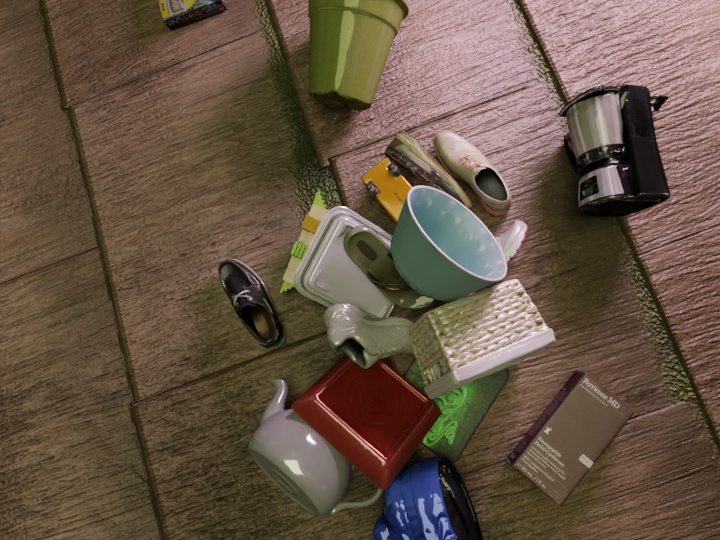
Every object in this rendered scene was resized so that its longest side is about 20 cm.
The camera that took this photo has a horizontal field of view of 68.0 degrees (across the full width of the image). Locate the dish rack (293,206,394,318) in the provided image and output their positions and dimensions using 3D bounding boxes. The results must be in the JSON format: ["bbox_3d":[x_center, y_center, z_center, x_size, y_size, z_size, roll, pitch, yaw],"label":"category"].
[{"bbox_3d":[0.000,0.000,0.950,0.199,0.043,0.172,29,88,-24],"label":"dish rack"}]

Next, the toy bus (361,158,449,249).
[{"bbox_3d":[0.088,-0.109,0.989,0.065,0.078,0.200,-40,78,2],"label":"toy bus"}]

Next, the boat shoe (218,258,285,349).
[{"bbox_3d":[-0.211,0.058,1.017,0.072,0.068,0.201,-35,77,4],"label":"boat shoe"}]

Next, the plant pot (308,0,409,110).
[{"bbox_3d":[-0.023,-0.412,1.011,0.199,0.200,0.191,12,97,10],"label":"plant pot"}]

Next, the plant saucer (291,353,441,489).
[{"bbox_3d":[0.020,0.226,0.900,0.200,0.199,0.037,37,133,16],"label":"plant saucer"}]

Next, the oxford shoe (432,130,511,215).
[{"bbox_3d":[0.210,-0.192,0.984,0.071,0.074,0.200,-43,78,0],"label":"oxford shoe"}]

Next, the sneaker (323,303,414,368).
[{"bbox_3d":[0.027,0.131,0.929,0.199,0.078,0.100,14,50,-16],"label":"sneaker"}]

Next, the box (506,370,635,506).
[{"bbox_3d":[0.349,0.278,0.896,0.100,0.075,0.200,38,87,12],"label":"box"}]

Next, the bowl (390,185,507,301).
[{"bbox_3d":[0.128,-0.029,0.865,0.201,0.200,0.105,48,123,12],"label":"bowl"}]

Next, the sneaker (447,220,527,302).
[{"bbox_3d":[0.212,-0.026,0.957,0.200,0.081,0.088,-42,80,0],"label":"sneaker"}]

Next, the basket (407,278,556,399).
[{"bbox_3d":[0.192,0.112,0.887,0.199,0.136,0.124,-17,71,-19],"label":"basket"}]

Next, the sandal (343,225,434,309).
[{"bbox_3d":[0.051,0.005,0.911,0.201,0.057,0.080,37,96,-22],"label":"sandal"}]

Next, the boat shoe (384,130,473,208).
[{"bbox_3d":[0.126,-0.175,1.003,0.065,0.073,0.200,-45,74,11],"label":"boat shoe"}]

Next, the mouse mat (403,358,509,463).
[{"bbox_3d":[0.154,0.222,0.967,0.160,0.008,0.201,33,89,12],"label":"mouse mat"}]

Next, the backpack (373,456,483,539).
[{"bbox_3d":[0.106,0.418,0.867,0.167,0.162,0.201,-16,80,9],"label":"backpack"}]

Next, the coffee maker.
[{"bbox_3d":[0.457,-0.203,0.919,0.191,0.135,0.202,-8,81,7],"label":"coffee maker"}]

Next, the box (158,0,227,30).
[{"bbox_3d":[-0.377,-0.639,1.157,0.136,0.038,0.201,-16,80,6],"label":"box"}]

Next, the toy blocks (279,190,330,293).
[{"bbox_3d":[-0.053,-0.027,0.999,0.136,0.100,0.201,22,89,1],"label":"toy blocks"}]

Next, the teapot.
[{"bbox_3d":[-0.081,0.308,0.916,0.146,0.197,0.201,-44,119,-29],"label":"teapot"}]
